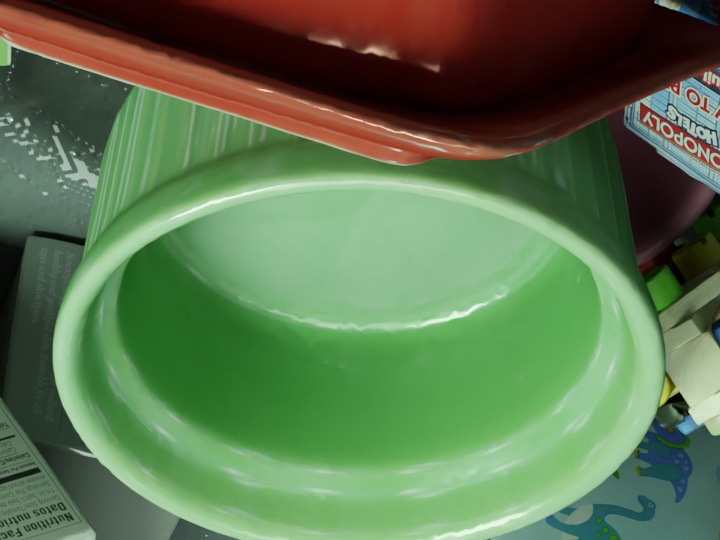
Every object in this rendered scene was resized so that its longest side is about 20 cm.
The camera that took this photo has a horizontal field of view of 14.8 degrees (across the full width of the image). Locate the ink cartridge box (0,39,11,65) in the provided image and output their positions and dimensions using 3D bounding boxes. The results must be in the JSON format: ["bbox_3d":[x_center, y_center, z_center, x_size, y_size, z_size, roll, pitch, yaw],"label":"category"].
[{"bbox_3d":[-0.158,-0.160,0.888,0.104,0.059,0.200,5,139,-4],"label":"ink cartridge box"}]

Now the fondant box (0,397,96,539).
[{"bbox_3d":[-0.178,0.094,1.061,0.058,0.200,0.145,-14,135,-30],"label":"fondant box"}]

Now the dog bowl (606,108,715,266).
[{"bbox_3d":[0.046,-0.066,0.983,0.200,0.074,0.200,0,139,0],"label":"dog bowl"}]

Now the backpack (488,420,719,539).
[{"bbox_3d":[0.099,0.131,1.129,0.200,0.183,0.147,13,139,-21],"label":"backpack"}]

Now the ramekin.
[{"bbox_3d":[0.000,0.000,0.930,0.199,0.098,0.200,1,140,1],"label":"ramekin"}]

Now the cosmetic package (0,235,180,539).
[{"bbox_3d":[-0.125,0.091,1.144,0.090,0.107,0.200,11,137,-11],"label":"cosmetic package"}]

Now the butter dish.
[{"bbox_3d":[-0.002,-0.124,0.748,0.200,0.199,0.148,18,109,23],"label":"butter dish"}]

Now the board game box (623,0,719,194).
[{"bbox_3d":[0.156,-0.125,0.840,0.200,0.062,0.200,-24,141,-40],"label":"board game box"}]

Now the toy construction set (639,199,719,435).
[{"bbox_3d":[0.161,0.006,1.020,0.131,0.092,0.200,-33,171,25],"label":"toy construction set"}]
